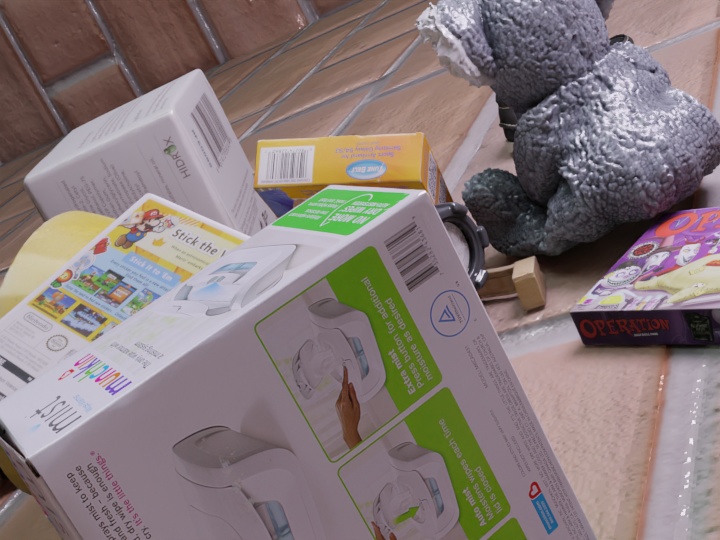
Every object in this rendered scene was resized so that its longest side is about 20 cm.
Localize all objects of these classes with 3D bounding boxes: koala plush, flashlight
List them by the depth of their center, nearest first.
[{"bbox_3d":[0.144,-0.132,0.812,0.176,0.201,0.184,-30,8,-10],"label":"koala plush"},{"bbox_3d":[0.000,0.000,0.828,0.199,0.068,0.068,-10,16,47],"label":"flashlight"}]

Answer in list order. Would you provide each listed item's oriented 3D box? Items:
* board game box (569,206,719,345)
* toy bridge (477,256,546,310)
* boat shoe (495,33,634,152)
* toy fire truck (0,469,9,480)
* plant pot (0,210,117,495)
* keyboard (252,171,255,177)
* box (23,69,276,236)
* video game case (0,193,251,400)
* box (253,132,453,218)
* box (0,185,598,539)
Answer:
[{"bbox_3d":[0.229,-0.001,0.656,0.120,0.033,0.199,-36,19,-35],"label":"board game box"},{"bbox_3d":[0.038,0.034,0.834,0.199,0.027,0.067,-22,16,19],"label":"toy bridge"},{"bbox_3d":[0.207,-0.190,1.139,0.200,0.068,0.072,-37,18,-31],"label":"boat shoe"},{"bbox_3d":[-0.364,0.142,1.015,0.198,0.130,0.176,-17,18,1],"label":"toy fire truck"},{"bbox_3d":[-0.141,0.064,0.796,0.141,0.202,0.200,5,29,18],"label":"plant pot"},{"bbox_3d":[0.011,-0.051,0.907,0.056,0.199,0.011,-17,63,48],"label":"keyboard"},{"bbox_3d":[-0.206,-0.069,1.191,0.170,0.201,0.199,-23,19,8],"label":"box"},{"bbox_3d":[-0.120,0.044,0.657,0.199,0.023,0.182,23,56,38],"label":"video game case"},{"bbox_3d":[0.008,-0.041,0.858,0.118,0.200,0.042,-1,69,15],"label":"box"},{"bbox_3d":[-0.016,0.096,0.465,0.176,0.201,0.097,-35,18,-18],"label":"box"}]
